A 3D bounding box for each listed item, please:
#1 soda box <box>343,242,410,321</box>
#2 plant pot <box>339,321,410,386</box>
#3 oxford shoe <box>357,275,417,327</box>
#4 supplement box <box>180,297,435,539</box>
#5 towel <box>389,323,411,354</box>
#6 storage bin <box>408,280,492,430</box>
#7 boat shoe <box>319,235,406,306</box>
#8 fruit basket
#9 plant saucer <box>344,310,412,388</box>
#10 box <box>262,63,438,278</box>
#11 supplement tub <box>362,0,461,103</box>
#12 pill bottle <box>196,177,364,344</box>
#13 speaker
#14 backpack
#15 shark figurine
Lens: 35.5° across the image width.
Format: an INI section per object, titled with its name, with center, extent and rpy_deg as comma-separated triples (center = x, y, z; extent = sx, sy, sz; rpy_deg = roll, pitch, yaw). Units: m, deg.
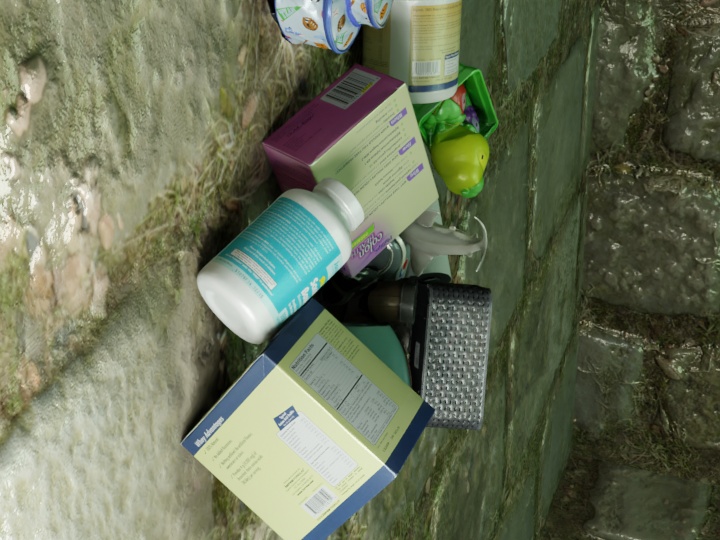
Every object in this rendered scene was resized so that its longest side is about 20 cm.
[soda box]
center = 0.029, 0.011, 1.710
extent = 0.068, 0.063, 0.201
rpy_deg = -55, 165, -47
[plant pot]
center = -0.022, 0.152, 1.538
extent = 0.200, 0.199, 0.163
rpy_deg = 1, 91, -70
[oxford shoe]
center = 0.040, 0.041, 1.597
extent = 0.200, 0.084, 0.073
rpy_deg = 50, 44, -83
[supplement box]
center = -0.062, 0.184, 1.315
extent = 0.200, 0.200, 0.134
rpy_deg = -47, -179, 35
[towel]
center = 0.071, 0.083, 1.785
extent = 0.035, 0.132, 0.200
rpy_deg = 50, 5, -14
[storage bin]
center = 0.124, 0.120, 1.618
extent = 0.135, 0.093, 0.202
rpy_deg = -161, -104, -83
[boat shoe]
center = 0.000, 0.000, 1.589
extent = 0.062, 0.073, 0.200
rpy_deg = -44, -177, -32
[fruit basket]
center = 0.162, -0.225, 1.840
extent = 0.155, 0.216, 0.216
rpy_deg = -41, 154, -1
[plant saucer]
center = 0.022, 0.158, 1.674
extent = 0.029, 0.200, 0.202
rpy_deg = -7, 111, -29
[box]
center = -0.008, -0.129, 1.460
extent = 0.176, 0.096, 0.201
rpy_deg = -43, 137, -22
[supplement tub]
center = 0.074, -0.354, 1.621
extent = 0.144, 0.143, 0.202
rpy_deg = -43, 138, -59
[pill bottle]
center = -0.086, -0.018, 1.305
extent = 0.200, 0.110, 0.111
rpy_deg = -45, 146, -20
[speaker]
center = 0.091, -0.069, 1.789
extent = 0.081, 0.080, 0.202
rpy_deg = 51, 28, -64
[backpack]
center = -0.030, -0.360, 1.351
extent = 0.192, 0.153, 0.200
rpy_deg = -69, 162, -1
[shark figurine]
center = 0.108, -0.031, 1.581
extent = 0.128, 0.213, 0.090
rpy_deg = 37, 77, -52
